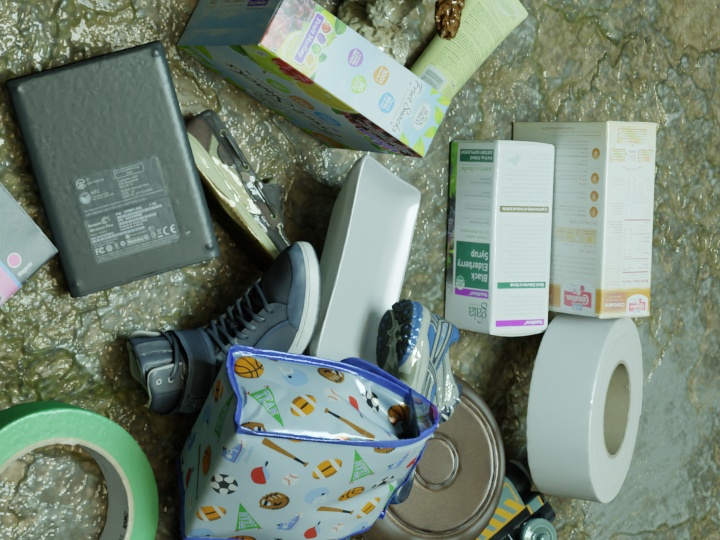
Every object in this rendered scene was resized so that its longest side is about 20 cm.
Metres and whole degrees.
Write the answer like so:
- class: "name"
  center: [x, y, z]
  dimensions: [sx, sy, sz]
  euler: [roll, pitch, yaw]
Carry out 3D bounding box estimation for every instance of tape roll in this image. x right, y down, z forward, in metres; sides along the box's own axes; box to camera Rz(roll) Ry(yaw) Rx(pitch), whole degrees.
- class: "tape roll"
  center: [0.242, 0.144, 1.623]
  dimensions: [0.202, 0.071, 0.203]
  euler: [5, 90, -65]
- class: "tape roll"
  center: [-0.279, 0.218, 1.351]
  dimensions: [0.200, 0.048, 0.201]
  euler: [-4, 97, -33]

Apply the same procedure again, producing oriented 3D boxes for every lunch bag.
- class: "lunch bag"
  center: [-0.048, 0.165, 1.375]
  dimensions: [0.200, 0.124, 0.170]
  euler: [9, 134, -19]

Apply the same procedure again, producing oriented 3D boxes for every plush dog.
- class: "plush dog"
  center: [0.029, -0.299, 1.435]
  dimensions: [0.200, 0.172, 0.161]
  euler: [49, 68, -26]

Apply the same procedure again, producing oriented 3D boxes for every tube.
- class: "tube"
  center: [0.102, -0.227, 1.570]
  dimensions: [0.200, 0.052, 0.058]
  euler: [-53, 160, -22]

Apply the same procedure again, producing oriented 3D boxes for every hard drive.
- class: "hard drive"
  center: [-0.217, -0.090, 1.346]
  dimensions: [0.139, 0.033, 0.200]
  euler: [-16, 104, -8]

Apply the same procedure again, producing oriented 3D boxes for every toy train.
- class: "toy train"
  center: [0.120, 0.285, 1.605]
  dimensions: [0.200, 0.085, 0.114]
  euler: [-35, 102, -27]

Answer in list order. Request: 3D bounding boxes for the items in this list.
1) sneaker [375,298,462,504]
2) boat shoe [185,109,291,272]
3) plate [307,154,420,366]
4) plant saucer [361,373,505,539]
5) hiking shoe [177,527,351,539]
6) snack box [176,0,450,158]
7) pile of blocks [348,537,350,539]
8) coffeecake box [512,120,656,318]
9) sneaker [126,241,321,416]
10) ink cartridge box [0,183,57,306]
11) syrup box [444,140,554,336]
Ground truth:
- class: "sneaker"
  center: [0.061, 0.132, 1.484]
  dimensions: [0.085, 0.077, 0.200]
  euler: [18, 74, -29]
- class: "boat shoe"
  center: [-0.101, -0.064, 1.429]
  dimensions: [0.065, 0.073, 0.200]
  euler: [-45, 116, -16]
- class: "plate"
  center: [0.000, 0.000, 1.478]
  dimensions: [0.200, 0.032, 0.200]
  euler: [23, 79, -70]
- class: "plant saucer"
  center: [0.069, 0.194, 1.537]
  dimensions: [0.200, 0.032, 0.200]
  euler: [5, 79, -26]
- class: "hiking shoe"
  center: [-0.083, 0.282, 1.444]
  dimensions: [0.200, 0.076, 0.101]
  euler: [25, 116, -4]
- class: "snack box"
  center: [-0.044, -0.181, 1.400]
  dimensions: [0.200, 0.169, 0.068]
  euler: [33, 79, -32]
- class: "pile of blocks"
  center: [-0.043, 0.243, 1.501]
  dimensions: [0.082, 0.062, 0.200]
  euler: [-44, 116, -23]
- class: "coffeecake box"
  center: [0.231, -0.056, 1.602]
  dimensions: [0.073, 0.153, 0.200]
  euler: [-1, 95, -33]
- class: "sneaker"
  center: [-0.128, 0.056, 1.383]
  dimensions: [0.146, 0.077, 0.202]
  euler: [9, 121, -31]
- class: "ink cartridge box"
  center: [-0.355, -0.058, 1.286]
  dimensions: [0.095, 0.037, 0.200]
  euler: [-47, 115, -22]
- class: "syrup box"
  center: [0.145, -0.035, 1.591]
  dimensions: [0.081, 0.079, 0.200]
  euler: [0, 94, -34]
